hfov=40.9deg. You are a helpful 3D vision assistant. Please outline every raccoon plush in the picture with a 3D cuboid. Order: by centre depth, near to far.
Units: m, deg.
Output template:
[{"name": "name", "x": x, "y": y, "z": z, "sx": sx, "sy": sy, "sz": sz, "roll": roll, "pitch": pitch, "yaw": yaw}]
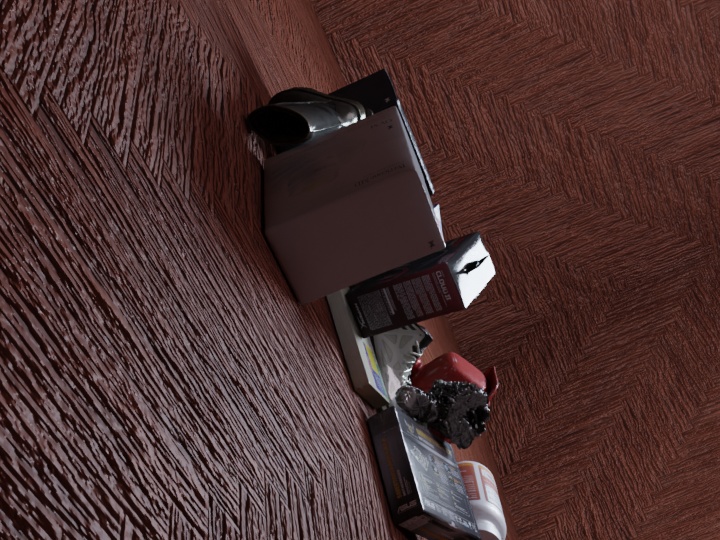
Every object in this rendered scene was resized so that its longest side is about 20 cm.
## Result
[{"name": "raccoon plush", "x": 0.107, "y": 0.191, "z": 1.479, "sx": 0.199, "sy": 0.098, "sz": 0.133, "roll": 37, "pitch": -11, "yaw": -32}]

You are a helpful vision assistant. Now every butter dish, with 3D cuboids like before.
[{"name": "butter dish", "x": 0.135, "y": 0.216, "z": 1.717, "sx": 0.148, "sy": 0.200, "sz": 0.199, "roll": 45, "pitch": 8, "yaw": 1}]

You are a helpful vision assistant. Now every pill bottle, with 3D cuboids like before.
[{"name": "pill bottle", "x": 0.194, "y": 0.431, "z": 1.687, "sx": 0.200, "sy": 0.111, "sz": 0.114, "roll": -89, "pitch": 157, "yaw": -70}]

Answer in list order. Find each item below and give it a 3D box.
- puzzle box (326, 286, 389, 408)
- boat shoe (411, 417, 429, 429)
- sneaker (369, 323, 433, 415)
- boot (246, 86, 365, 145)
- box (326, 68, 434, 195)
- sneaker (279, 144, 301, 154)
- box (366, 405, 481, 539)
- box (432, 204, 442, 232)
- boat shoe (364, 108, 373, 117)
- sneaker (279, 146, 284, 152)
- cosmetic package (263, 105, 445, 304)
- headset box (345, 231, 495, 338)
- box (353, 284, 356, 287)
[{"name": "puzzle box", "x": -0.010, "y": 0.097, "z": 1.439, "sx": 0.133, "sy": 0.025, "sz": 0.203, "roll": 55, "pitch": 16, "yaw": -65}, {"name": "boat shoe", "x": 0.092, "y": 0.274, "z": 1.555, "sx": 0.201, "sy": 0.059, "sz": 0.076, "roll": -101, "pitch": 169, "yaw": -51}, {"name": "sneaker", "x": 0.069, "y": 0.152, "z": 1.512, "sx": 0.076, "sy": 0.114, "sz": 0.203, "roll": 38, "pitch": 32, "yaw": -76}, {"name": "boot", "x": -0.103, "y": -0.217, "z": 1.386, "sx": 0.200, "sy": 0.179, "sz": 0.074, "roll": -34, "pitch": 124, "yaw": -55}, {"name": "box", "x": -0.003, "y": -0.198, "z": 1.642, "sx": 0.125, "sy": 0.197, "sz": 0.198, "roll": -106, "pitch": 172, "yaw": -50}, {"name": "sneaker", "x": -0.047, "y": -0.090, "z": 1.395, "sx": 0.116, "sy": 0.074, "sz": 0.202, "roll": 47, "pitch": -15, "yaw": 56}, {"name": "box", "x": 0.092, "y": 0.300, "z": 1.377, "sx": 0.200, "sy": 0.048, "sz": 0.160, "roll": 40, "pitch": 26, "yaw": -51}, {"name": "box", "x": 0.093, "y": -0.017, "z": 1.623, "sx": 0.200, "sy": 0.038, "sz": 0.139, "roll": -41, "pitch": 126, "yaw": -60}, {"name": "boat shoe", "x": -0.011, "y": -0.151, "z": 1.474, "sx": 0.076, "sy": 0.072, "sz": 0.203, "roll": 84, "pitch": 4, "yaw": -66}, {"name": "sneaker", "x": -0.051, "y": -0.156, "z": 1.534, "sx": 0.201, "sy": 0.103, "sz": 0.061, "roll": 61, "pitch": 9, "yaw": -50}, {"name": "cosmetic package", "x": -0.014, "y": -0.088, "z": 1.236, "sx": 0.201, "sy": 0.197, "sz": 0.124, "roll": -101, "pitch": 168, "yaw": -57}, {"name": "headset box", "x": 0.099, "y": 0.018, "z": 1.429, "sx": 0.148, "sy": 0.198, "sz": 0.076, "roll": -39, "pitch": 108, "yaw": -57}, {"name": "box", "x": -0.004, "y": 0.026, "z": 1.704, "sx": 0.200, "sy": 0.021, "sz": 0.166, "roll": -65, "pitch": 134, "yaw": -81}]
